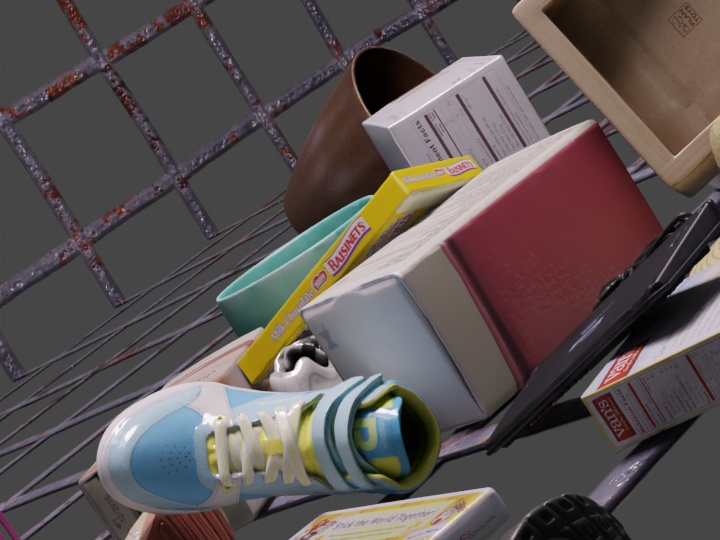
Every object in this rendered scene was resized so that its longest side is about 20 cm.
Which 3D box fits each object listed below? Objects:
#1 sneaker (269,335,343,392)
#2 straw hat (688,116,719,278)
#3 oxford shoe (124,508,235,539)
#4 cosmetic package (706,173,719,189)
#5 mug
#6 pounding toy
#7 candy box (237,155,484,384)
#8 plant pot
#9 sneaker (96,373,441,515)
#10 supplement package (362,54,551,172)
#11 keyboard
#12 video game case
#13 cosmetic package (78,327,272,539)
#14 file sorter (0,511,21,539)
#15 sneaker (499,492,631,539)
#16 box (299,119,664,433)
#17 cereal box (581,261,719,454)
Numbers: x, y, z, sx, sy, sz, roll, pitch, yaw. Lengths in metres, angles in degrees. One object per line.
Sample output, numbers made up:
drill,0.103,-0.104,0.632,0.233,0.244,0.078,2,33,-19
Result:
sneaker,-0.019,0.077,1.469,0.075,0.081,0.200,-33,5,10
straw hat,0.254,-0.072,1.246,0.200,0.085,0.201,-32,7,4
oxford shoe,-0.130,0.186,1.254,0.074,0.071,0.200,-33,6,21
cosmetic package,0.256,-0.126,1.526,0.085,0.108,0.200,-32,8,2
mug,-0.019,0.030,1.628,0.152,0.115,0.185,-33,7,-4
pounding toy,0.242,-0.162,1.367,0.200,0.184,0.142,-43,-11,10
candy box,0.000,0.000,1.477,0.102,0.026,0.200,-13,-31,-53
plant pot,0.007,-0.116,2.373,0.200,0.187,0.187,-46,-1,32
sneaker,-0.044,0.098,1.219,0.199,0.080,0.130,-6,-3,-30
supplement package,0.095,-0.086,1.753,0.111,0.156,0.200,-33,8,-3
keyboard,0.139,0.024,1.136,0.127,0.021,0.200,-52,1,-38
video game case,-0.037,0.179,1.087,0.182,0.023,0.200,-37,7,-27
cosmetic package,-0.110,0.126,1.495,0.103,0.088,0.200,-32,7,18
file sorter,-0.326,0.234,1.557,0.139,0.126,0.200,-36,8,-23
sneaker,0.039,0.151,0.759,0.091,0.076,0.200,-34,2,43
box,0.083,0.008,1.358,0.200,0.109,0.128,-38,8,-32
cereal box,0.216,0.011,1.037,0.199,0.040,0.144,-30,7,35
